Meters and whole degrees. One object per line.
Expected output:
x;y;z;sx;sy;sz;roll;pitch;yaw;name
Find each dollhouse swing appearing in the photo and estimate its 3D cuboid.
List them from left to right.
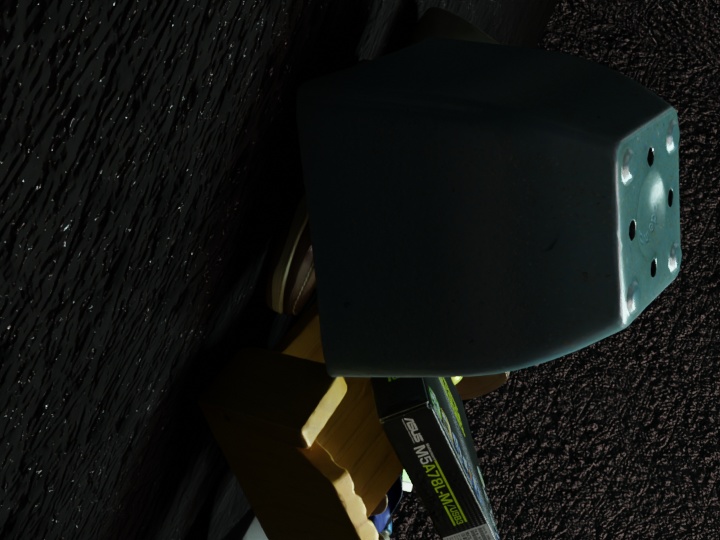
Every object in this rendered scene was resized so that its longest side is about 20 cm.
0.007;0.134;0.946;0.176;0.181;0.201;-37;116;-30;dollhouse swing

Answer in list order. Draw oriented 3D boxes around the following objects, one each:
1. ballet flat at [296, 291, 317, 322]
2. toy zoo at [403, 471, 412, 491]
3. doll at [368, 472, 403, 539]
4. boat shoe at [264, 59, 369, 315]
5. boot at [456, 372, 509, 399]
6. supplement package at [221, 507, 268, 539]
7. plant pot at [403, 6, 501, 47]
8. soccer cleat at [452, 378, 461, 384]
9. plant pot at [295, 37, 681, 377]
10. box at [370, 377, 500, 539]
0.000;0.000;1.265;0.072;0.072;0.201;95;20;-73;ballet flat
0.027;0.135;1.399;0.131;0.020;0.201;0;-104;53;toy zoo
0.017;0.199;1.193;0.200;0.048;0.137;-40;133;-81;doll
-0.007;-0.052;0.952;0.075;0.074;0.203;-41;154;-77;boat shoe
0.102;0.083;1.470;0.146;0.199;0.071;-46;127;-51;boot
-0.090;0.340;1.220;0.200;0.151;0.151;-51;-172;50;supplement package
0.081;-0.101;1.126;0.174;0.200;0.200;-50;175;2;plant pot
0.030;0.067;1.327;0.065;0.200;0.084;-30;125;-25;soccer cleat
0.100;-0.042;0.836;0.196;0.199;0.198;-31;121;-54;plant pot
0.052;0.110;1.022;0.194;0.047;0.201;-98;166;-51;box
